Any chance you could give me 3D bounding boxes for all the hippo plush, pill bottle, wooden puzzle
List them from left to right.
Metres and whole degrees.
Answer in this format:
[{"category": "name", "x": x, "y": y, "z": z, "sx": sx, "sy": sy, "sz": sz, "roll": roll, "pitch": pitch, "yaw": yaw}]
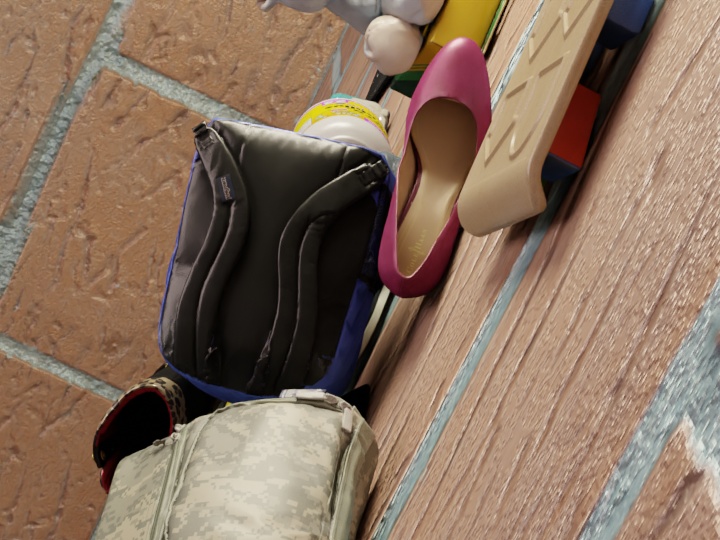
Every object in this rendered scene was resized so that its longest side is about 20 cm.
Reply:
[{"category": "pill bottle", "x": -0.019, "y": -0.107, "z": 1.987, "sx": 0.105, "sy": 0.104, "sz": 0.200, "roll": -63, "pitch": 8, "yaw": 11}, {"category": "hippo plush", "x": -0.003, "y": -0.281, "z": 1.813, "sx": 0.200, "sy": 0.160, "sz": 0.160, "roll": -101, "pitch": 37, "yaw": -78}, {"category": "wooden puzzle", "x": 0.125, "y": -0.120, "z": 1.226, "sx": 0.185, "sy": 0.046, "sz": 0.202, "roll": 154, "pitch": 136, "yaw": -80}]

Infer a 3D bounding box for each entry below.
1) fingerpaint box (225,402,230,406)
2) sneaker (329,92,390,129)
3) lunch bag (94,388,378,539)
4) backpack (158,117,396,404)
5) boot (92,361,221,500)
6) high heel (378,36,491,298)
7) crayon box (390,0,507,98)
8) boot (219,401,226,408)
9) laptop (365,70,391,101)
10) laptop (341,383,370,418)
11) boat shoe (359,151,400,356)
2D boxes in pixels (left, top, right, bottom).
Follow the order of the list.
[{"category": "fingerpaint box", "x": -0.110, "y": 0.193, "z": 1.739, "sx": 0.200, "sy": 0.073, "sz": 0.168, "roll": 132, "pitch": 163, "yaw": -79}, {"category": "sneaker", "x": -0.031, "y": -0.133, "z": 2.265, "sx": 0.200, "sy": 0.079, "sz": 0.078, "roll": 122, "pitch": 170, "yaw": -49}, {"category": "lunch bag", "x": -0.073, "y": 0.180, "z": 1.293, "sx": 0.167, "sy": 0.140, "sz": 0.201, "roll": -25, "pitch": 26, "yaw": 22}, {"category": "backpack", "x": -0.056, "y": 0.011, "z": 1.526, "sx": 0.168, "sy": 0.161, "sz": 0.202, "roll": 53, "pitch": -131, "yaw": -70}, {"category": "boot", "x": -0.171, "y": 0.148, "z": 1.603, "sx": 0.201, "sy": 0.073, "sz": 0.151, "roll": -61, "pitch": -6, "yaw": 18}, {"category": "high heel", "x": 0.058, "y": -0.077, "z": 1.455, "sx": 0.096, "sy": 0.067, "sz": 0.202, "roll": 77, "pitch": -158, "yaw": -86}, {"category": "crayon box", "x": 0.092, "y": -0.234, "z": 1.820, "sx": 0.128, "sy": 0.050, "sz": 0.200, "roll": -66, "pitch": 8, "yaw": -14}, {"category": "boot", "x": -0.131, "y": 0.089, "z": 2.148, "sx": 0.199, "sy": 0.073, "sz": 0.163, "roll": -57, "pitch": -3, "yaw": -10}, {"category": "laptop", "x": 0.014, "y": -0.319, "z": 2.475, "sx": 0.177, "sy": 0.103, "sz": 0.201, "roll": 128, "pitch": 165, "yaw": -64}, {"category": "laptop", "x": -0.053, "y": 0.218, "z": 1.510, "sx": 0.199, "sy": 0.116, "sz": 0.188, "roll": -30, "pitch": 22, "yaw": 22}, {"category": "boat shoe", "x": 0.000, "y": 0.000, "z": 1.649, "sx": 0.201, "sy": 0.061, "sz": 0.075, "roll": -66, "pitch": 9, "yaw": -2}]
